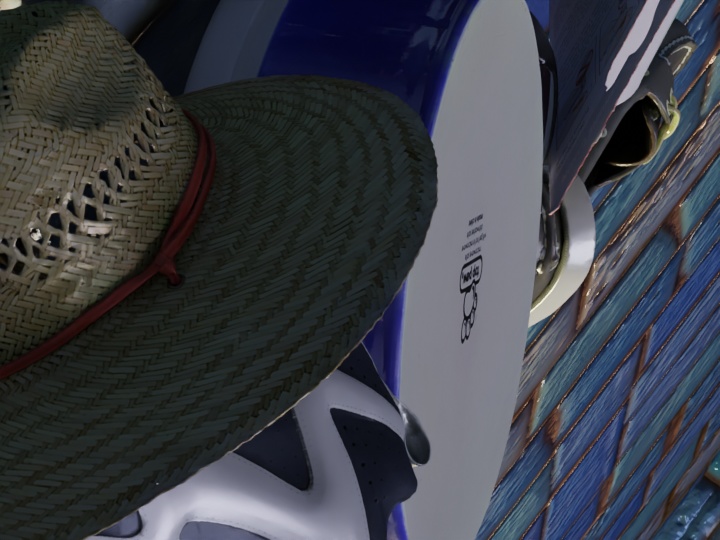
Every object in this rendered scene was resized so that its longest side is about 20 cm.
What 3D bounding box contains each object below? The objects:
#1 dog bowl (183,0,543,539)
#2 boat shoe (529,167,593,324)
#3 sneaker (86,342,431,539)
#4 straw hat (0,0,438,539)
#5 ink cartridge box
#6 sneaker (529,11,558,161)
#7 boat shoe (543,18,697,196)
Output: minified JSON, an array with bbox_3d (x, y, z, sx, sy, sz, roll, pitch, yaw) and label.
[{"bbox_3d":[0.000,0.000,0.954,0.200,0.079,0.200,7,90,-75],"label":"dog bowl"},{"bbox_3d":[0.030,0.023,1.298,0.060,0.072,0.202,-2,147,-31],"label":"boat shoe"},{"bbox_3d":[-0.050,0.084,0.802,0.079,0.130,0.199,-23,-154,50],"label":"sneaker"},{"bbox_3d":[-0.086,-0.018,0.755,0.201,0.201,0.085,-48,125,-27],"label":"straw hat"},{"bbox_3d":[0.123,-0.126,1.138,0.200,0.050,0.161,-89,-158,-55],"label":"ink cartridge box"},{"bbox_3d":[-0.005,-0.011,1.103,0.116,0.076,0.200,-24,148,-59],"label":"sneaker"},{"bbox_3d":[0.110,-0.068,1.380,0.202,0.060,0.072,-37,158,-51],"label":"boat shoe"}]
